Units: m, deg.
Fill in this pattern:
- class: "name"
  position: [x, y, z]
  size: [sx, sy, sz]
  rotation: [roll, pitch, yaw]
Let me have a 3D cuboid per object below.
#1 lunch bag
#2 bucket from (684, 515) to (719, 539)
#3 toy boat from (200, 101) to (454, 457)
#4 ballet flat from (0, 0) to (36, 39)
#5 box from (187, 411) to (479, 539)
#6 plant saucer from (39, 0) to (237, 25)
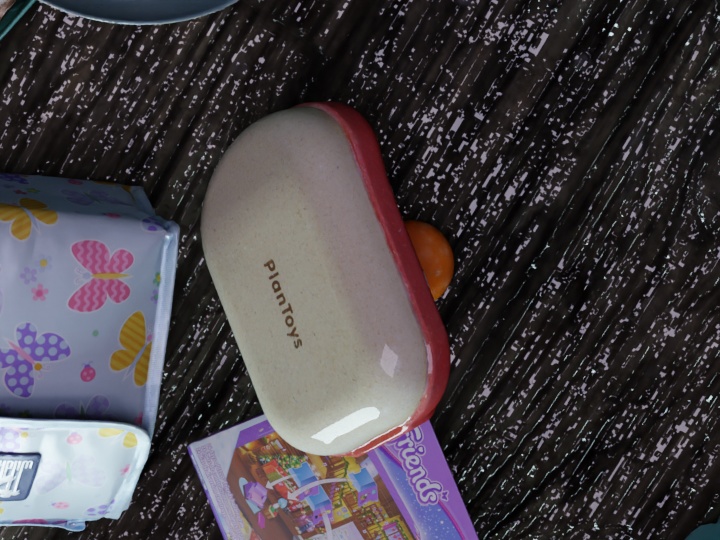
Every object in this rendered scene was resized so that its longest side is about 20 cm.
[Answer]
- class: "lunch bag"
  position: [-0.201, 0.052, 1.628]
  size: [0.169, 0.127, 0.200]
  rotation: [6, 105, -20]
- class: "bucket"
  position: [0.271, 0.236, 1.671]
  size: [0.207, 0.135, 0.208]
  rotation: [0, 104, 1]
- class: "toy boat"
  position: [0.000, 0.000, 1.635]
  size: [0.130, 0.131, 0.200]
  rotation: [-29, 78, 43]
- class: "ballet flat"
  position: [-0.232, -0.144, 1.626]
  size: [0.067, 0.070, 0.200]
  rotation: [40, 102, -8]
- class: "box"
  position: [-0.001, 0.168, 1.671]
  size: [0.137, 0.039, 0.200]
  rotation: [-22, 86, -7]
- class: "plant saucer"
  position: [-0.134, -0.206, 1.578]
  size: [0.201, 0.201, 0.039]
  rotation: [19, 146, -3]
